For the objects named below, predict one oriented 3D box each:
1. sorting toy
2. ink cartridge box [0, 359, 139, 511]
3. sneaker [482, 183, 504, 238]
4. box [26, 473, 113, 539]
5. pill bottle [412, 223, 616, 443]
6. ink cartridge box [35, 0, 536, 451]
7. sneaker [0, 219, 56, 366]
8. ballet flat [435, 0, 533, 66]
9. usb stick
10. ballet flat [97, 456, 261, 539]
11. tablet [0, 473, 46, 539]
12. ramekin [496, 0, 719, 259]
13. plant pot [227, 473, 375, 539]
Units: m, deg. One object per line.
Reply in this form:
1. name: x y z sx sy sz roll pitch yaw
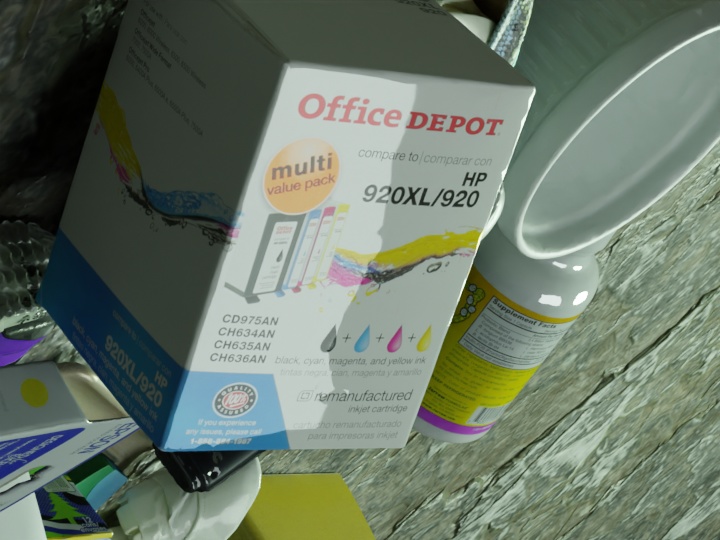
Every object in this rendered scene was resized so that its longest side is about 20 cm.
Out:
1. sorting toy: -0.216 0.147 1.436 0.200 0.036 0.185 -39 159 -3
2. ink cartridge box: -0.231 0.095 1.129 0.200 0.047 0.197 -9 165 -44
3. sneaker: 0.000 0.000 1.341 0.200 0.078 0.099 -35 166 11
4. box: -0.243 0.162 1.319 0.200 0.064 0.070 1 123 -42
5. pill bottle: 0.094 0.019 1.604 0.104 0.104 0.200 -13 145 -50
6. ink cartridge box: -0.038 -0.036 1.118 0.147 0.145 0.200 3 118 -35
7. sneaker: -0.228 0.037 1.159 0.200 0.070 0.100 -8 145 -53
8. ballet flat: 0.060 -0.162 1.241 0.074 0.074 0.200 -15 134 -47
9. usb stick: -0.049 0.074 1.520 0.200 0.056 0.033 -35 -179 -32
10. ballet flat: -0.151 0.174 1.527 0.200 0.070 0.069 -34 162 23
11. tablet: -0.257 0.134 1.242 0.200 0.131 0.014 -19 -176 -43
12. ramekin: 0.140 -0.112 1.425 0.200 0.105 0.200 -34 158 -16
13. plant pot: -0.071 0.284 1.750 0.200 0.176 0.200 -47 158 17
